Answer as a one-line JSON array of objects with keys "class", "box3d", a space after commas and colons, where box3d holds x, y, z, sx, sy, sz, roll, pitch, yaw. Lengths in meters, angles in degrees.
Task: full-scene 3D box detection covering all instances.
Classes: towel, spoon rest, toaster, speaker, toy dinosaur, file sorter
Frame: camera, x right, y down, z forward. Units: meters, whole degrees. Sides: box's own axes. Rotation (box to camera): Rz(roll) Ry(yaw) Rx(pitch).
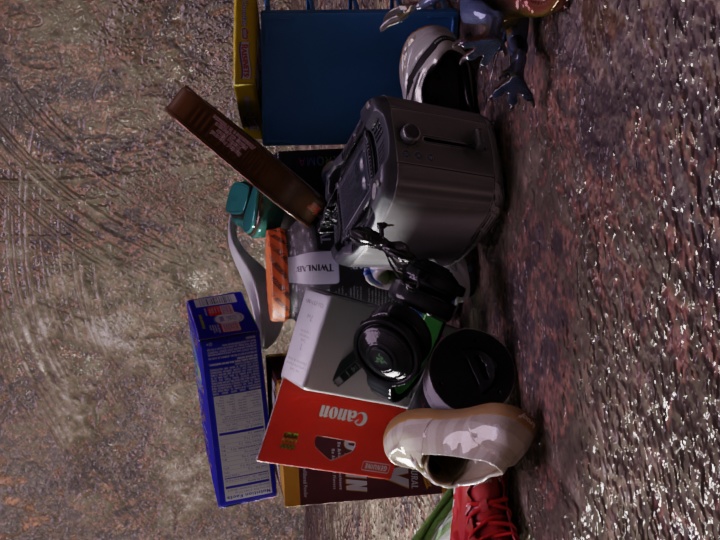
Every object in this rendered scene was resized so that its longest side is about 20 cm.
[{"class": "towel", "box3d": [0.065, 0.298, 1.411, 0.150, 0.031, 0.201, -51, -12, -27]}, {"class": "spoon rest", "box3d": [-0.126, -0.003, 1.612, 0.100, 0.060, 0.203, 103, 163, -68]}, {"class": "toaster", "box3d": [0.047, -0.070, 1.230, 0.200, 0.127, 0.115, 123, 146, -56]}, {"class": "speaker", "box3d": [0.088, 0.126, 1.262, 0.200, 0.080, 0.082, 106, 160, -66]}, {"class": "toy dinosaur", "box3d": [0.116, -0.215, 1.081, 0.199, 0.104, 0.183, -32, 38, 39]}, {"class": "file sorter", "box3d": [-0.007, -0.220, 1.416, 0.123, 0.197, 0.141, -102, 12, -62]}]

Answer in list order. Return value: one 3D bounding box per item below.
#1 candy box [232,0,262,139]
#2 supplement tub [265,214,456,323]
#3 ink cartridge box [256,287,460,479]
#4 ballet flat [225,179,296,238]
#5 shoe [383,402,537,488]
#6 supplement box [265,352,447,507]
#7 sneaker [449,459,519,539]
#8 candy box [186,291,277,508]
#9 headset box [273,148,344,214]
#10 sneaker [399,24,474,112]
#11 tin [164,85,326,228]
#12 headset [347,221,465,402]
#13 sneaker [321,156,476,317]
[{"class": "candy box", "box3d": [-0.115, -0.211, 1.396, 0.200, 0.026, 0.104, 101, 167, -80]}, {"class": "supplement tub", "box3d": [0.000, 0.000, 1.428, 0.123, 0.197, 0.125, 177, 90, -82]}, {"class": "ink cartridge box", "box3d": [0.003, 0.121, 1.340, 0.043, 0.199, 0.176, 17, 91, 46]}, {"class": "ballet flat", "box3d": [-0.101, -0.069, 1.510, 0.200, 0.069, 0.068, -151, 76, -74]}, {"class": "shoe", "box3d": [0.075, 0.155, 1.169, 0.199, 0.069, 0.054, -23, 40, 57]}, {"class": "supplement box", "box3d": [-0.002, 0.168, 1.517, 0.200, 0.194, 0.135, -149, 56, -80]}, {"class": "sneaker", "box3d": [0.105, 0.224, 1.175, 0.200, 0.077, 0.117, -174, 80, -81]}, {"class": "candy box", "box3d": [-0.150, 0.147, 1.569, 0.169, 0.076, 0.203, -129, 33, -72]}, {"class": "headset box", "box3d": [-0.016, -0.043, 1.635, 0.093, 0.171, 0.203, 165, 102, -82]}, {"class": "sneaker", "box3d": [0.072, -0.131, 1.309, 0.088, 0.075, 0.203, -126, 29, -64]}, {"class": "tin", "box3d": [-0.116, -0.117, 1.376, 0.199, 0.042, 0.112, 40, 178, 19]}, {"class": "headset", "box3d": [0.033, 0.033, 1.203, 0.124, 0.093, 0.201, -57, -19, -26]}, {"class": "sneaker", "box3d": [0.025, -0.035, 1.337, 0.200, 0.077, 0.076, 46, 158, 19]}]
